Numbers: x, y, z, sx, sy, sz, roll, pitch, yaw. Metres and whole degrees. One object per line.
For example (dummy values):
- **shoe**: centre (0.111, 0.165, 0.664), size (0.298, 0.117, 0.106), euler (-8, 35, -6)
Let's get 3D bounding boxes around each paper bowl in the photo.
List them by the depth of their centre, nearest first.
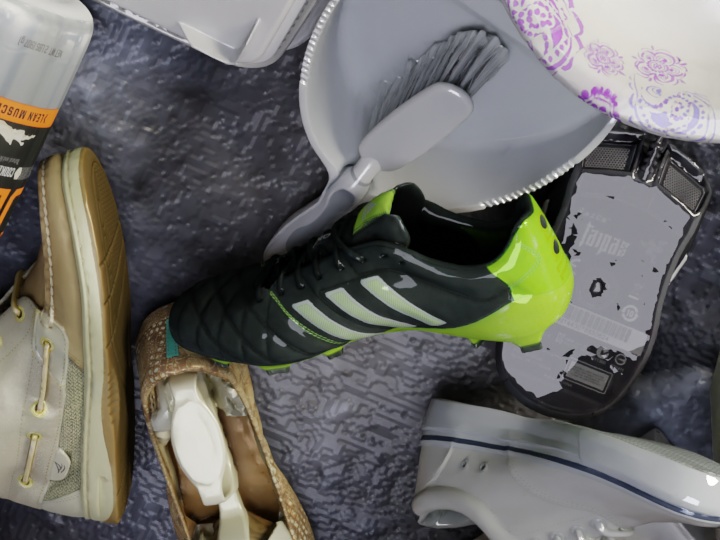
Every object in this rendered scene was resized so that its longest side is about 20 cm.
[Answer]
- **paper bowl**: centre (0.157, -0.158, 1.167), size (0.200, 0.104, 0.201), euler (1, 97, 10)

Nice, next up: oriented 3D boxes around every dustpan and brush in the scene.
- **dustpan and brush**: centre (0.013, -0.059, 1.265), size (0.139, 0.057, 0.200), euler (34, 143, -15)

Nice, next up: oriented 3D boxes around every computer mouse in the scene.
- **computer mouse**: centre (0.151, -0.017, 1.291), size (0.140, 0.046, 0.200), euler (16, 105, -1)

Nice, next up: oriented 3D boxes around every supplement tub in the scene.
- **supplement tub**: centre (-0.212, -0.051, 1.224), size (0.122, 0.123, 0.200), euler (24, 100, -9)

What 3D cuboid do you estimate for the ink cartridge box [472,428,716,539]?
- **ink cartridge box**: centre (0.110, 0.197, 1.374), size (0.200, 0.086, 0.148), euler (-34, 109, 16)

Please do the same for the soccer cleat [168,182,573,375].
- **soccer cleat**: centre (0.000, 0.000, 1.266), size (0.200, 0.068, 0.081), euler (-5, 127, 18)

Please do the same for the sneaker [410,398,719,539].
- **sneaker**: centre (0.101, 0.109, 1.283), size (0.073, 0.200, 0.071), euler (14, 86, -37)

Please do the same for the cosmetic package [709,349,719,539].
- **cosmetic package**: centre (0.269, 0.089, 1.290), size (0.199, 0.105, 0.071), euler (3, 152, 1)

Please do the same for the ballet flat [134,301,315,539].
- **ballet flat**: centre (-0.070, 0.113, 1.353), size (0.070, 0.065, 0.200), euler (-16, 115, 10)

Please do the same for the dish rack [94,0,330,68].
- **dish rack**: centre (-0.095, -0.169, 1.192), size (0.200, 0.044, 0.172), euler (26, 142, -8)

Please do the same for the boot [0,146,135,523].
- **boot**: centre (-0.190, 0.033, 1.318), size (0.154, 0.072, 0.200), euler (2, 119, 4)
